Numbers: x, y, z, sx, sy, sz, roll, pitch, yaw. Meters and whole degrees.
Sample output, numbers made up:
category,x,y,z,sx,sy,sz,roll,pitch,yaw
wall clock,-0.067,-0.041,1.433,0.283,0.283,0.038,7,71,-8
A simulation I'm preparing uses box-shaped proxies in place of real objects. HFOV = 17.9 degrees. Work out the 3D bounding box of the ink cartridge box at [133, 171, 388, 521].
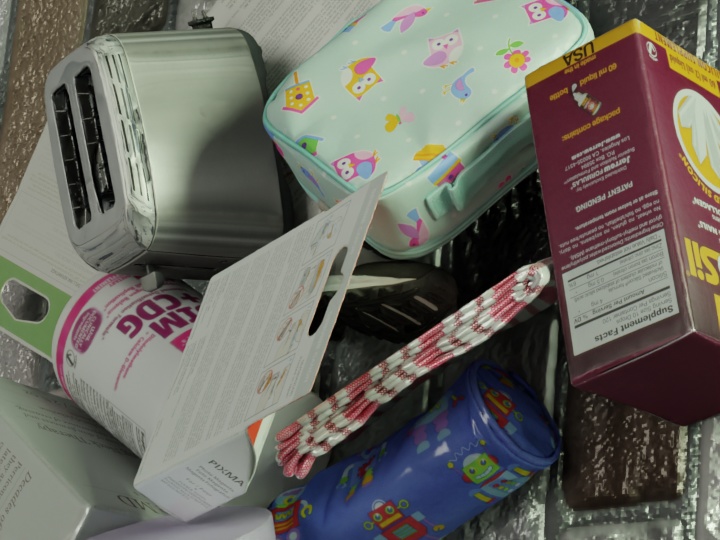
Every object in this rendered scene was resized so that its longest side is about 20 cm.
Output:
category,x,y,z,sx,sy,sz,roll,pitch,yaw
ink cartridge box,-0.047,0.048,1.356,0.200,0.057,0.163,-25,37,47

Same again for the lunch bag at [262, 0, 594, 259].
category,x,y,z,sx,sy,sz,roll,pitch,yaw
lunch bag,0.048,-0.100,1.429,0.200,0.077,0.160,-40,48,-12

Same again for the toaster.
category,x,y,z,sx,sy,sz,roll,pitch,yaw
toaster,-0.132,-0.086,1.549,0.113,0.129,0.201,-24,74,52

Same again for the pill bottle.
category,x,y,z,sx,sy,sz,roll,pitch,yaw
pill bottle,-0.112,0.081,1.536,0.200,0.113,0.114,33,97,45

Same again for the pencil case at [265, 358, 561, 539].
category,x,y,z,sx,sy,sz,roll,pitch,yaw
pencil case,0.030,0.130,1.406,0.200,0.078,0.087,-37,21,29

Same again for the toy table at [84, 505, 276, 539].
category,x,y,z,sx,sy,sz,roll,pitch,yaw
toy table,-0.112,0.215,1.360,0.183,0.200,0.118,-7,94,26

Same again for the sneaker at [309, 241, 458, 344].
category,x,y,z,sx,sy,sz,roll,pitch,yaw
sneaker,0.000,0.000,1.469,0.200,0.074,0.080,3,66,60

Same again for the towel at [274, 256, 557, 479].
category,x,y,z,sx,sy,sz,roll,pitch,yaw
towel,0.048,0.053,1.364,0.200,0.146,0.030,-35,85,17

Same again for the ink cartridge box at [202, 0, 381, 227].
category,x,y,z,sx,sy,sz,roll,pitch,yaw
ink cartridge box,-0.033,-0.137,1.601,0.161,0.050,0.200,-48,56,19

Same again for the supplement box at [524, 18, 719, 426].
category,x,y,z,sx,sy,sz,roll,pitch,yaw
supplement box,0.169,-0.026,1.308,0.085,0.110,0.201,-26,58,34

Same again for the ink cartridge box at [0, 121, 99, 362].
category,x,y,z,sx,sy,sz,roll,pitch,yaw
ink cartridge box,-0.207,-0.037,1.720,0.145,0.048,0.201,25,93,46

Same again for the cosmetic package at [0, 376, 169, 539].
category,x,y,z,sx,sy,sz,roll,pitch,yaw
cosmetic package,-0.209,0.194,1.546,0.200,0.167,0.167,37,100,44
